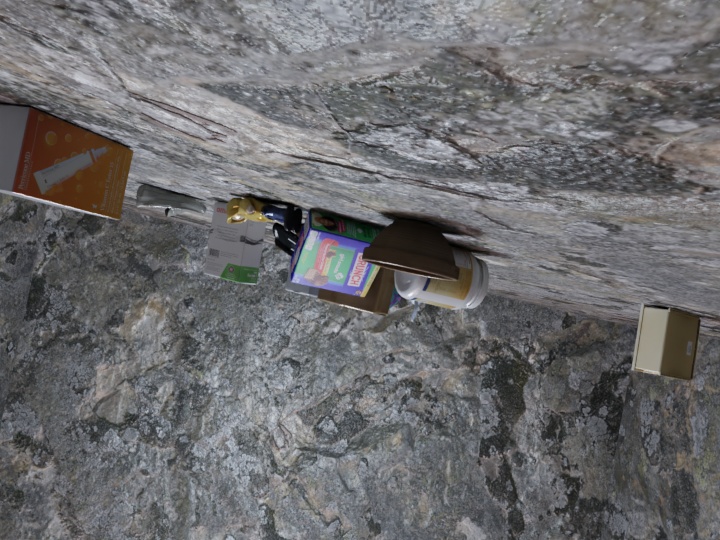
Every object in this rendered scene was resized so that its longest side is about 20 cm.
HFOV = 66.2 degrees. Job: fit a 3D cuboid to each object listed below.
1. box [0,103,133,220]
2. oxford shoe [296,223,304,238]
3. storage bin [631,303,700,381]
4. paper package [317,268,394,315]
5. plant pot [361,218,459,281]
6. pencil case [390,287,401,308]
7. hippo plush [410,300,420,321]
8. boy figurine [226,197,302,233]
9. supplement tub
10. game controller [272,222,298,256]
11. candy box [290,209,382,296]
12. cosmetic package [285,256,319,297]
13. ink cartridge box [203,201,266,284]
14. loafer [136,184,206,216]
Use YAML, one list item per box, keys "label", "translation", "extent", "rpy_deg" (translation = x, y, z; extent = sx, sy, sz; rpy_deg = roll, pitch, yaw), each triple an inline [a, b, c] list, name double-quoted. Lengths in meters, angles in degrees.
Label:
- label: "box"
  translation: [-0.485, -0.169, 0.892]
  extent: [0.095, 0.129, 0.199]
  rpy_deg: [11, 178, 24]
- label: "oxford shoe"
  translation: [-0.102, -0.097, 1.545]
  extent: [0.084, 0.074, 0.197]
  rpy_deg: [32, -171, 39]
- label: "storage bin"
  translation: [0.955, 0.226, 1.712]
  extent: [0.193, 0.207, 0.093]
  rpy_deg: [13, 176, -29]
- label: "paper package"
  translation: [0.000, 0.000, 1.467]
  extent: [0.185, 0.207, 0.103]
  rpy_deg: [12, 178, 24]
- label: "plant pot"
  translation: [0.104, -0.044, 1.092]
  extent: [0.194, 0.096, 0.201]
  rpy_deg: [12, 179, 0]
- label: "pencil case"
  translation: [0.039, 0.030, 1.703]
  extent: [0.092, 0.203, 0.085]
  rpy_deg: [-38, 173, 29]
- label: "hippo plush"
  translation: [0.234, 0.034, 1.845]
  extent: [0.155, 0.205, 0.161]
  rpy_deg: [-7, 151, -12]
- label: "boy figurine"
  translation: [-0.236, -0.132, 1.278]
  extent: [0.194, 0.067, 0.124]
  rpy_deg: [8, 180, 21]
- label: "supplement tub"
  translation: [0.194, 0.011, 1.318]
  extent: [0.194, 0.149, 0.144]
  rpy_deg: [13, 178, -23]
- label: "game controller"
  translation: [-0.196, -0.072, 1.692]
  extent: [0.197, 0.106, 0.042]
  rpy_deg: [33, -128, 29]
- label: "candy box"
  translation: [-0.051, -0.035, 1.300]
  extent: [0.194, 0.171, 0.078]
  rpy_deg: [11, -139, -19]
- label: "cosmetic package"
  translation: [-0.166, -0.026, 1.770]
  extent: [0.099, 0.207, 0.073]
  rpy_deg: [11, 178, 29]
- label: "ink cartridge box"
  translation: [-0.346, -0.077, 1.534]
  extent: [0.142, 0.207, 0.084]
  rpy_deg: [11, -178, 31]
- label: "loafer"
  translation: [-0.539, -0.186, 1.574]
  extent: [0.195, 0.072, 0.069]
  rpy_deg: [14, 178, -28]
